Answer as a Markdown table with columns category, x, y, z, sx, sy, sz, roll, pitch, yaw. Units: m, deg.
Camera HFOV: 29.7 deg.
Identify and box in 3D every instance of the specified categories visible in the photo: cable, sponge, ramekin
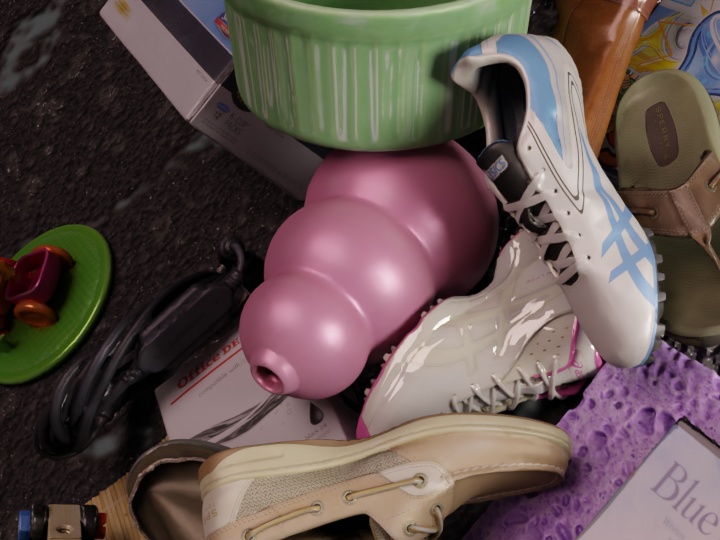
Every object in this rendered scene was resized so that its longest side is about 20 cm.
| category | x | y | z | sx | sy | sz | roll | pitch | yaw |
| --- | --- | --- | --- | --- | --- | --- | --- | --- | --- |
| cable | -0.148 | 0.051 | 0.934 | 0.200 | 0.051 | 0.163 | -44 | 6 | -4 |
| sponge | 0.130 | 0.135 | 0.731 | 0.200 | 0.030 | 0.112 | -50 | 44 | -4 |
| ramekin | 0.011 | -0.156 | 0.840 | 0.200 | 0.098 | 0.200 | 0 | 35 | 0 |

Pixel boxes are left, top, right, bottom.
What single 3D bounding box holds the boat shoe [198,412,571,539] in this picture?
| category | x | y | z | sx | sy | sz | roll | pitch | yaw |
| --- | --- | --- | --- | --- | --- | --- | --- | --- | --- |
| boat shoe | 0.016 | 0.122 | 0.718 | 0.200 | 0.072 | 0.065 | -6 | 60 | -6 |

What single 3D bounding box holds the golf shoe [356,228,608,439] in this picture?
| category | x | y | z | sx | sy | sz | roll | pitch | yaw |
| --- | --- | --- | --- | --- | --- | --- | --- | --- | --- |
| golf shoe | 0.085 | 0.049 | 0.787 | 0.200 | 0.075 | 0.092 | -44 | 54 | -7 |

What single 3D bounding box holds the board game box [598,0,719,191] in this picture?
| category | x | y | z | sx | sy | sz | roll | pitch | yaw |
| --- | --- | --- | --- | --- | --- | --- | --- | --- | --- |
| board game box | 0.227 | -0.086 | 0.808 | 0.135 | 0.034 | 0.200 | -53 | 44 | -5 |

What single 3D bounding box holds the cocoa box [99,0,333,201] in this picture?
| category | x | y | z | sx | sy | sz | roll | pitch | yaw |
| --- | --- | --- | --- | --- | --- | --- | --- | --- | --- |
| cocoa box | -0.083 | -0.174 | 1.030 | 0.131 | 0.133 | 0.200 | -49 | 42 | 8 |

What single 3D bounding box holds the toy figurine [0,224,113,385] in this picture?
| category | x | y | z | sx | sy | sz | roll | pitch | yaw |
| --- | --- | --- | --- | --- | --- | --- | --- | --- | --- |
| toy figurine | -0.331 | -0.012 | 1.077 | 0.200 | 0.184 | 0.150 | -11 | 54 | 33 |

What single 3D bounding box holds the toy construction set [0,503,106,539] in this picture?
| category | x | y | z | sx | sy | sz | roll | pitch | yaw |
| --- | --- | --- | --- | --- | --- | --- | --- | --- | --- |
| toy construction set | -0.203 | 0.229 | 0.878 | 0.200 | 0.092 | 0.131 | 39 | 125 | 53 |

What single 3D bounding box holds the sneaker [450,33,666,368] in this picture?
| category | x | y | z | sx | sy | sz | roll | pitch | yaw |
| --- | --- | --- | --- | --- | --- | --- | --- | --- | --- |
| sneaker | 0.105 | -0.037 | 0.739 | 0.200 | 0.072 | 0.072 | 70 | 155 | 16 |

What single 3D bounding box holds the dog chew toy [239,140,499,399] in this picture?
| category | x | y | z | sx | sy | sz | roll | pitch | yaw |
| --- | --- | --- | --- | --- | --- | --- | --- | --- | --- |
| dog chew toy | 0.000 | 0.000 | 0.825 | 0.125 | 0.125 | 0.200 | 3 | 40 | 39 |

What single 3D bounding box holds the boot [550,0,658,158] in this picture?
| category | x | y | z | sx | sy | sz | roll | pitch | yaw |
| --- | --- | --- | --- | --- | --- | --- | --- | --- | --- |
| boot | 0.132 | -0.139 | 0.886 | 0.188 | 0.068 | 0.200 | 7 | 74 | 63 |

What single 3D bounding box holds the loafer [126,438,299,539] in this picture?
| category | x | y | z | sx | sy | sz | roll | pitch | yaw |
| --- | --- | --- | --- | --- | --- | --- | --- | --- | --- |
| loafer | -0.049 | 0.165 | 0.748 | 0.200 | 0.070 | 0.075 | 34 | 98 | 10 |

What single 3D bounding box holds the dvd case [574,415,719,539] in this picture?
| category | x | y | z | sx | sy | sz | roll | pitch | yaw |
| --- | --- | --- | --- | --- | --- | --- | --- | --- | --- |
| dvd case | 0.147 | 0.190 | 0.659 | 0.143 | 0.018 | 0.200 | 40 | 88 | 30 |

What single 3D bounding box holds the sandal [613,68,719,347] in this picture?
| category | x | y | z | sx | sy | sz | roll | pitch | yaw |
| --- | --- | --- | --- | --- | --- | --- | --- | --- | --- |
| sandal | 0.173 | -0.041 | 0.752 | 0.080 | 0.057 | 0.201 | -27 | 47 | 20 |

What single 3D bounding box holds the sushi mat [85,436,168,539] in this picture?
| category | x | y | z | sx | sy | sz | roll | pitch | yaw |
| --- | --- | --- | --- | --- | --- | --- | --- | --- | --- |
| sushi mat | -0.130 | 0.204 | 0.892 | 0.096 | 0.012 | 0.200 | -38 | 44 | 10 |

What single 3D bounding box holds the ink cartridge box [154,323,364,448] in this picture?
| category | x | y | z | sx | sy | sz | roll | pitch | yaw |
| --- | --- | --- | --- | --- | --- | --- | --- | --- | --- |
| ink cartridge box | -0.060 | 0.099 | 0.874 | 0.116 | 0.067 | 0.200 | -38 | 45 | 11 |
